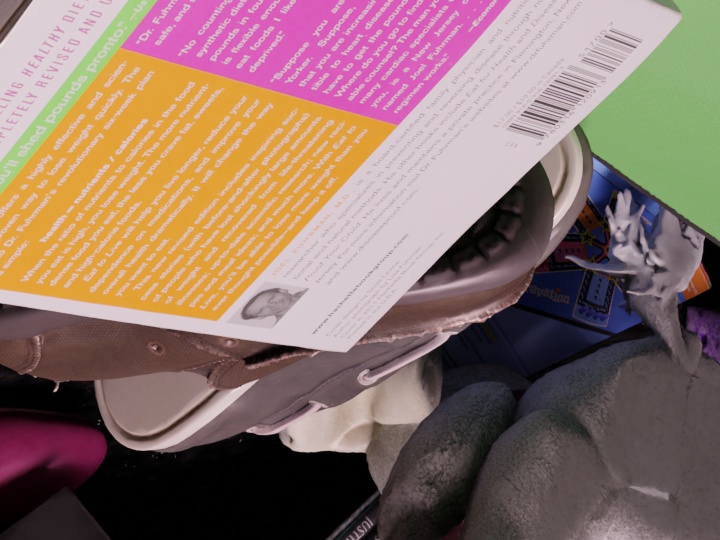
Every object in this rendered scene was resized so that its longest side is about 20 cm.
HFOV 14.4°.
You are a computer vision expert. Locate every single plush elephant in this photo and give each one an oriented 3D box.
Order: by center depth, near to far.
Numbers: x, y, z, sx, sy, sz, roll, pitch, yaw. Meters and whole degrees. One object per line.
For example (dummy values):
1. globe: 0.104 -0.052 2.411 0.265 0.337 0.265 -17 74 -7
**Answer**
1. plush elephant: 0.055 0.082 0.962 0.164 0.201 0.155 17 155 -28

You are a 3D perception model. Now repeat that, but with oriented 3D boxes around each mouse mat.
1. mouse mat: 0.088 -0.058 0.778 0.200 0.008 0.161 35 158 -18

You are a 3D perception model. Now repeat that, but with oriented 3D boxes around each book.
1. book: -0.025 -0.045 0.669 0.134 0.048 0.200 -44 149 22

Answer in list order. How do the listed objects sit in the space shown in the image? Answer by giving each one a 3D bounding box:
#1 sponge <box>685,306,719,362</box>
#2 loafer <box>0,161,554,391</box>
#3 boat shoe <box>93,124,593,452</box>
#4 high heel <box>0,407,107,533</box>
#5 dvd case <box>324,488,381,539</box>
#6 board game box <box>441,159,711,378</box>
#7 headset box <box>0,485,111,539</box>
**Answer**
1. sponge: 0.167 0.117 1.089 0.111 0.201 0.030 4 -179 -37
2. loafer: -0.032 -0.005 0.838 0.199 0.073 0.071 -4 150 24
3. boat shoe: 0.000 0.000 0.884 0.200 0.067 0.057 -30 162 33
4. high heel: -0.170 0.115 0.943 0.199 0.096 0.068 -21 148 -3
5. dvd case: -0.044 0.153 1.043 0.200 0.022 0.146 -40 169 -41
6. board game box: 0.049 -0.022 0.951 0.103 0.020 0.200 -25 148 6
7. headset box: -0.142 0.166 0.973 0.148 0.075 0.200 -37 168 -22
